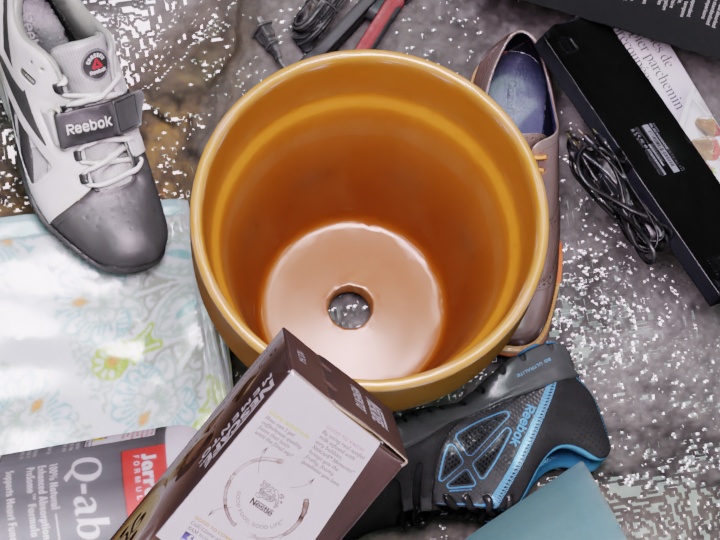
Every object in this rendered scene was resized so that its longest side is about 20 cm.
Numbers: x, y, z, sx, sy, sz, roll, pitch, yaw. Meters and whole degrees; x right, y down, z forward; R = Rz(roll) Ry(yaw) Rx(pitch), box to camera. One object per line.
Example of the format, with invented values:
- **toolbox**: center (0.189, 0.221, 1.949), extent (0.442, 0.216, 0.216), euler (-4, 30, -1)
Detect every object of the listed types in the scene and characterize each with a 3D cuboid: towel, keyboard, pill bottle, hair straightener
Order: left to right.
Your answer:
- **towel**: center (-0.175, 0.050, 1.713), extent (0.199, 0.048, 0.172), euler (-7, 71, -6)
- **pill bottle**: center (-0.133, 0.150, 1.618), extent (0.199, 0.116, 0.117), euler (-10, 72, 1)
- **hair straightener**: center (-0.029, -0.146, 1.791), extent (0.077, 0.041, 0.201), euler (30, 72, 6)
- **keyboard**: center (0.162, -0.061, 1.730), extent (0.104, 0.040, 0.200), euler (-15, 67, -49)

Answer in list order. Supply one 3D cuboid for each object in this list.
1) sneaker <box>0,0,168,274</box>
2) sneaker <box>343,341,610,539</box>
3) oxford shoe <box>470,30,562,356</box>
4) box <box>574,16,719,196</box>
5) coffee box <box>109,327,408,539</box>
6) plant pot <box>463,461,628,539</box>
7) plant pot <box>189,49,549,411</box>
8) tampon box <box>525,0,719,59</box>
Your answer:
- **sneaker**: center (-0.167, -0.094, 1.693), extent (0.074, 0.089, 0.201), euler (-23, 80, -27)
- **sneaker**: center (0.055, 0.119, 1.690), extent (0.199, 0.073, 0.082), euler (-29, 77, -12)
- **oxford shoe**: center (0.089, -0.049, 1.749), extent (0.071, 0.073, 0.201), euler (-1, 72, -4)
- **box**: center (0.197, -0.085, 1.786), extent (0.039, 0.041, 0.201), euler (-26, 76, -12)
- **coffee box**: center (-0.070, 0.138, 1.503), extent (0.080, 0.113, 0.200), euler (39, 96, -9)
- **plant pot**: center (0.099, 0.232, 1.596), extent (0.160, 0.201, 0.201), euler (-27, 75, 0)
- **plant pot**: center (0.000, 0.000, 1.669), extent (0.199, 0.183, 0.201), euler (1, 71, -3)
- **tampon box**: center (0.179, -0.239, 1.765), extent (0.199, 0.127, 0.150), euler (17, 43, 3)
